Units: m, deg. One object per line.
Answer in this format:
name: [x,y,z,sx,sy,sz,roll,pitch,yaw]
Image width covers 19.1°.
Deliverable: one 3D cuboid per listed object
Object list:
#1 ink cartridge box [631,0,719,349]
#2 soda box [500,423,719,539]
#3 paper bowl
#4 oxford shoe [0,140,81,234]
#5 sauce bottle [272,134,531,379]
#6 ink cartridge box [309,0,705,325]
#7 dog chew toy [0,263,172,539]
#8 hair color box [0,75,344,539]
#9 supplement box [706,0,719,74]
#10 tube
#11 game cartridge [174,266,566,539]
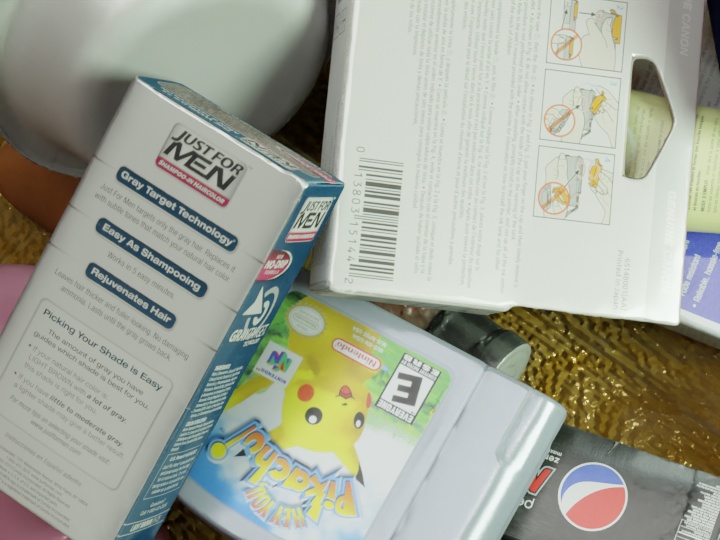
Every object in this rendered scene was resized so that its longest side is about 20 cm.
ink cartridge box: [0.188,-0.063,1.092,0.199,0.047,0.198,22,79,10]
soda box: [0.085,0.109,1.057,0.199,0.071,0.063,19,75,19]
paper bowl: [-0.095,-0.124,1.051,0.200,0.201,0.104,-32,54,1]
oxford shoe: [-0.135,-0.022,1.139,0.200,0.072,0.071,28,40,32]
sauce bottle: [0.000,0.000,1.121,0.200,0.066,0.066,39,83,22]
ink cartridge box: [0.072,-0.078,1.032,0.176,0.045,0.201,7,84,-13]
dog chew toy: [-0.161,0.098,1.098,0.124,0.125,0.200,-29,74,2]
hair color box: [-0.100,0.022,0.989,0.100,0.061,0.200,32,101,14]
supplement box: [0.278,-0.128,1.011,0.199,0.109,0.110,5,47,-5]
tube: [0.196,-0.046,1.044,0.199,0.052,0.058,8,41,7]
game cartridge: [-0.018,0.078,1.030,0.200,0.040,0.134,27,84,17]
